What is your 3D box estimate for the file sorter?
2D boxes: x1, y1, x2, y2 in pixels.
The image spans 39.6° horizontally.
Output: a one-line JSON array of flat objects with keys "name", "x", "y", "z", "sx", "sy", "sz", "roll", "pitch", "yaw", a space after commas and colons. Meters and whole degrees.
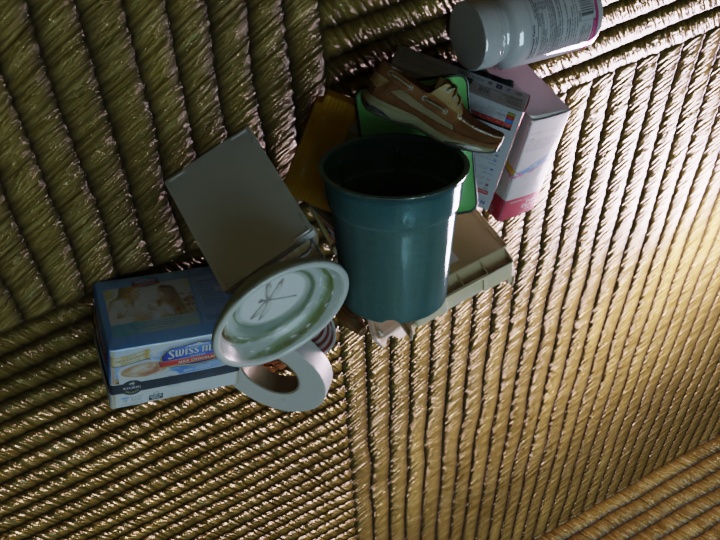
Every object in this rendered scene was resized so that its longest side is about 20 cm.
[{"name": "file sorter", "x": -0.148, "y": -0.059, "z": 1.354, "sx": 0.137, "sy": 0.201, "sz": 0.125, "roll": -32, "pitch": 151, "yaw": -2}]

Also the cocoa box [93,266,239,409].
[{"name": "cocoa box", "x": -0.281, "y": 0.093, "z": 1.458, "sx": 0.196, "sy": 0.135, "sz": 0.133, "roll": -9, "pitch": 139, "yaw": -21}]

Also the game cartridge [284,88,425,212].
[{"name": "game cartridge", "x": 0.004, "y": -0.149, "z": 1.428, "sx": 0.196, "sy": 0.033, "sz": 0.178, "roll": 19, "pitch": 126, "yaw": -10}]

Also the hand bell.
[{"name": "hand bell", "x": -0.053, "y": 0.029, "z": 1.526, "sx": 0.103, "sy": 0.200, "sz": 0.105, "roll": -29, "pitch": 146, "yaw": -22}]

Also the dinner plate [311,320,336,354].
[{"name": "dinner plate", "x": -0.127, "y": 0.066, "z": 1.543, "sx": 0.202, "sy": 0.196, "sz": 0.025, "roll": 92, "pitch": 19, "yaw": -50}]

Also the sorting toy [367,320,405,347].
[{"name": "sorting toy", "x": 0.101, "y": 0.056, "z": 1.805, "sx": 0.198, "sy": 0.108, "sz": 0.180, "roll": -36, "pitch": 153, "yaw": 1}]

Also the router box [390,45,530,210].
[{"name": "router box", "x": 0.121, "y": -0.201, "z": 1.430, "sx": 0.049, "sy": 0.196, "sz": 0.181, "roll": -62, "pitch": 172, "yaw": -46}]

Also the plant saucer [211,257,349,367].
[{"name": "plant saucer", "x": -0.109, "y": 0.042, "z": 1.286, "sx": 0.197, "sy": 0.051, "sz": 0.202, "roll": -26, "pitch": 151, "yaw": -15}]

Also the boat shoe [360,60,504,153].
[{"name": "boat shoe", "x": 0.100, "y": -0.215, "z": 1.316, "sx": 0.196, "sy": 0.076, "sz": 0.075, "roll": 20, "pitch": 108, "yaw": -8}]

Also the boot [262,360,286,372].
[{"name": "boot", "x": -0.158, "y": 0.106, "z": 1.669, "sx": 0.154, "sy": 0.078, "sz": 0.199, "roll": -33, "pitch": 146, "yaw": 17}]

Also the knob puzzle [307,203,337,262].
[{"name": "knob puzzle", "x": 0.000, "y": 0.000, "z": 1.523, "sx": 0.030, "sy": 0.219, "sz": 0.220, "roll": -43, "pitch": 147, "yaw": -8}]

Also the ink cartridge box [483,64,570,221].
[{"name": "ink cartridge box", "x": 0.225, "y": -0.203, "z": 1.542, "sx": 0.084, "sy": 0.148, "sz": 0.202, "roll": -16, "pitch": 142, "yaw": -29}]

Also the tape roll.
[{"name": "tape roll", "x": -0.140, "y": 0.153, "z": 1.605, "sx": 0.205, "sy": 0.199, "sz": 0.037, "roll": 90, "pitch": 19, "yaw": -51}]

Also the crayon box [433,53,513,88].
[{"name": "crayon box", "x": 0.140, "y": -0.206, "z": 1.487, "sx": 0.051, "sy": 0.125, "sz": 0.202, "roll": -64, "pitch": 171, "yaw": -45}]

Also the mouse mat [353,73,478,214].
[{"name": "mouse mat", "x": 0.079, "y": -0.165, "z": 1.383, "sx": 0.157, "sy": 0.008, "sz": 0.204, "roll": -6, "pitch": 114, "yaw": 3}]

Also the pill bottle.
[{"name": "pill bottle", "x": 0.230, "y": -0.349, "z": 1.401, "sx": 0.197, "sy": 0.114, "sz": 0.115, "roll": -18, "pitch": 143, "yaw": -23}]

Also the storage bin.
[{"name": "storage bin", "x": 0.123, "y": -0.015, "z": 1.638, "sx": 0.197, "sy": 0.200, "sz": 0.095, "roll": -26, "pitch": 142, "yaw": -12}]

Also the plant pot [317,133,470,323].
[{"name": "plant pot", "x": 0.044, "y": -0.052, "z": 1.331, "sx": 0.197, "sy": 0.200, "sz": 0.200, "roll": -17, "pitch": 124, "yaw": -24}]
